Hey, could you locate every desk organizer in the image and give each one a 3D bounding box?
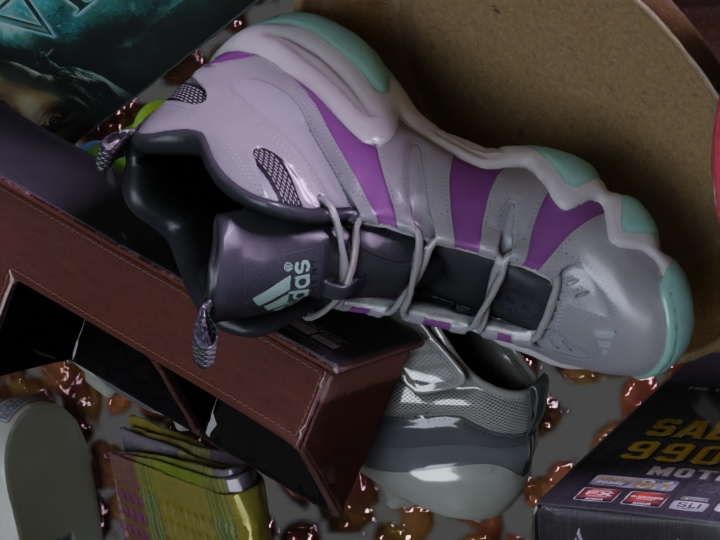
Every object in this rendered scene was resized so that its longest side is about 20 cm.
[{"bbox_3d":[-0.087,0.018,0.885,0.200,0.072,0.077,29,108,21],"label":"desk organizer"}]

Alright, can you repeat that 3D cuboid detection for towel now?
[{"bbox_3d":[-0.052,0.161,0.975,0.144,0.023,0.200,5,109,64],"label":"towel"}]

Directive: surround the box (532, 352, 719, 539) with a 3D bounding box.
[{"bbox_3d":[0.178,0.079,0.788,0.200,0.158,0.048,4,109,27],"label":"box"}]

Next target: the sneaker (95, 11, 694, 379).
[{"bbox_3d":[0.000,0.000,0.803,0.200,0.140,0.078,30,133,23],"label":"sneaker"}]

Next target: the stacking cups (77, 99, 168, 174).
[{"bbox_3d":[-0.114,-0.019,0.970,0.200,0.061,0.061,-25,92,31],"label":"stacking cups"}]

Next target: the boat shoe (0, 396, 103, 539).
[{"bbox_3d":[-0.149,0.151,1.043,0.071,0.070,0.201,2,102,38],"label":"boat shoe"}]

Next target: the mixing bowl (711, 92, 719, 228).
[{"bbox_3d":[0.205,-0.058,0.744,0.200,0.108,0.200,1,117,3],"label":"mixing bowl"}]

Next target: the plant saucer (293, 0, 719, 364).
[{"bbox_3d":[0.065,-0.054,0.842,0.200,0.035,0.200,30,146,23],"label":"plant saucer"}]

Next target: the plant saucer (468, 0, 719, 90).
[{"bbox_3d":[0.107,-0.160,0.826,0.200,0.037,0.201,8,108,25],"label":"plant saucer"}]

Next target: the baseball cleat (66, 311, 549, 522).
[{"bbox_3d":[-0.021,0.024,0.930,0.200,0.070,0.106,19,122,11],"label":"baseball cleat"}]

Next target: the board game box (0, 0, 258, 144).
[{"bbox_3d":[-0.100,-0.133,0.902,0.135,0.028,0.200,35,129,-29],"label":"board game box"}]
